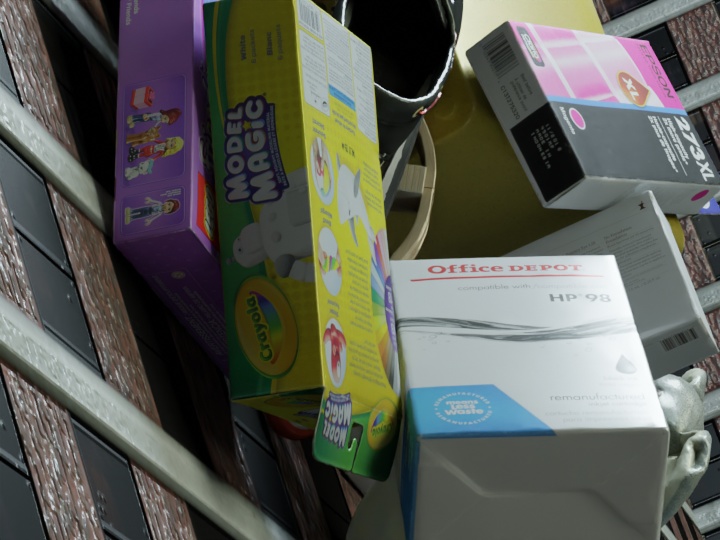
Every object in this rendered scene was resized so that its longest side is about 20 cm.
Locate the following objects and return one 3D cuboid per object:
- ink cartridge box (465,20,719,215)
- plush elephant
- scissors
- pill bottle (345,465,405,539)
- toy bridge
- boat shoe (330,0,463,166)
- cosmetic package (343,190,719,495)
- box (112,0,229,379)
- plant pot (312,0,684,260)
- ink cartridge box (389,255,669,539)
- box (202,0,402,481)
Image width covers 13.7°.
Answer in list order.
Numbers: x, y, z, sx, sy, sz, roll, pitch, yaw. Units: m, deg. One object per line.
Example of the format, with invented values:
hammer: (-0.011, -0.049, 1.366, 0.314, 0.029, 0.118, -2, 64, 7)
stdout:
ink cartridge box: (0.136, -0.078, 1.587, 0.200, 0.037, 0.095, 3, 57, -58)
plush elephant: (0.135, 0.094, 1.796, 0.201, 0.154, 0.165, 56, 5, -14)
scissors: (0.000, 0.000, 1.454, 0.073, 0.014, 0.200, 53, 48, -17)
pill bottle: (0.076, 0.178, 1.471, 0.200, 0.113, 0.114, 57, 13, -50)
toy bridge: (0.004, -0.044, 1.502, 0.027, 0.067, 0.201, 91, 7, -65)
boat shoe: (0.020, -0.126, 1.483, 0.073, 0.063, 0.202, 32, 40, -9)
cosmetic package: (0.078, 0.041, 1.550, 0.051, 0.199, 0.083, 50, 19, -59)
box: (-0.066, -0.069, 1.345, 0.137, 0.039, 0.201, 55, 29, -55)
plant pot: (0.028, -0.074, 1.638, 0.176, 0.199, 0.201, 32, 34, -54)
ink cartridge box: (0.070, 0.050, 1.401, 0.200, 0.115, 0.067, -100, -171, -60)
box: (-0.023, -0.010, 1.303, 0.117, 0.048, 0.201, 29, 53, -69)
